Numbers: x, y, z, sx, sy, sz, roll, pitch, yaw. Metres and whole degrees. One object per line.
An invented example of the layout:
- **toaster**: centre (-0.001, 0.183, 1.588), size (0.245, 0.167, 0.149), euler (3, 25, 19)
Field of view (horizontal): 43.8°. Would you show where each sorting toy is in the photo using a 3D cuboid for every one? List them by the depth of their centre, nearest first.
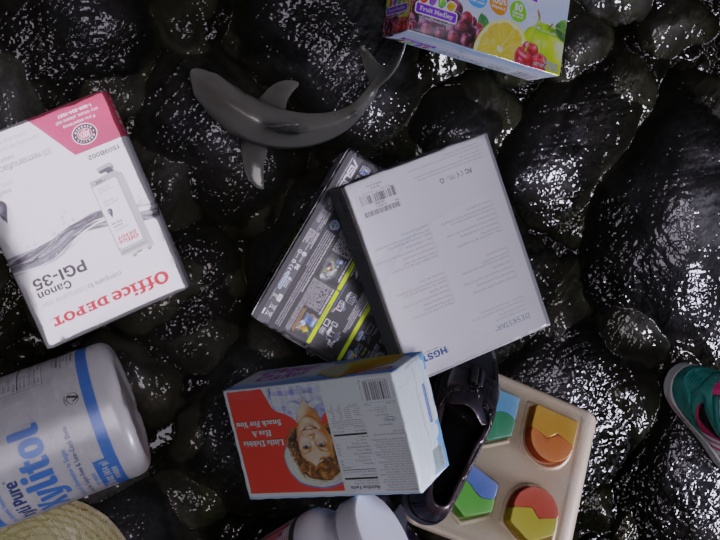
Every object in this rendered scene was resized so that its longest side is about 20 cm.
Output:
- **sorting toy**: centre (0.158, 0.206, 0.948), size (0.199, 0.036, 0.186), euler (25, 66, -14)

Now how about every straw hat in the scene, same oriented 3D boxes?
- **straw hat**: centre (-0.308, 0.325, 0.853), size (0.199, 0.085, 0.203), euler (-1, 93, -12)

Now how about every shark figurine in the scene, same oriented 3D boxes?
- **shark figurine**: centre (-0.053, -0.155, 0.893), size (0.213, 0.089, 0.129), euler (-11, 96, -10)

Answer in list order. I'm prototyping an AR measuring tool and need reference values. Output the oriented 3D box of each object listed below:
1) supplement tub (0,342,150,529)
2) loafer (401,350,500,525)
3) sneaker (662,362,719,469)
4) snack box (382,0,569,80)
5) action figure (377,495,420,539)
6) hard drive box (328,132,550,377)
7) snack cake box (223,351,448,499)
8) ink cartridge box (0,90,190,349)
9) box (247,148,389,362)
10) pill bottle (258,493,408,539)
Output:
- **supplement tub**: centre (-0.307, 0.159, 0.825), size (0.199, 0.132, 0.133), euler (-21, 96, -11)
- **loafer**: centre (0.102, 0.157, 0.897), size (0.071, 0.063, 0.201), euler (25, 67, -5)
- **sneaker**: centre (0.439, 0.183, 0.995), size (0.200, 0.121, 0.084), euler (43, 83, -11)
- **snack box**: centre (0.125, -0.288, 0.915), size (0.199, 0.053, 0.143), euler (7, 90, -32)
- **action figure**: centre (0.071, 0.325, 0.941), size (0.200, 0.069, 0.130), euler (37, 102, -3)
- **hard drive box**: centre (0.077, -0.013, 0.885), size (0.155, 0.077, 0.201), euler (-21, 97, -11)
- **snack cake box**: centre (-0.026, 0.151, 0.861), size (0.199, 0.067, 0.116), euler (-10, 98, 31)
- **ink cartridge box**: centre (-0.265, -0.047, 0.850), size (0.146, 0.083, 0.201), euler (-24, 97, -11)
- **box**: centre (0.000, 0.000, 0.931), size (0.160, 0.044, 0.201), euler (31, 86, -12)
- **pill bottle**: centre (-0.055, 0.300, 0.858), size (0.199, 0.116, 0.116), euler (-35, 100, 18)
